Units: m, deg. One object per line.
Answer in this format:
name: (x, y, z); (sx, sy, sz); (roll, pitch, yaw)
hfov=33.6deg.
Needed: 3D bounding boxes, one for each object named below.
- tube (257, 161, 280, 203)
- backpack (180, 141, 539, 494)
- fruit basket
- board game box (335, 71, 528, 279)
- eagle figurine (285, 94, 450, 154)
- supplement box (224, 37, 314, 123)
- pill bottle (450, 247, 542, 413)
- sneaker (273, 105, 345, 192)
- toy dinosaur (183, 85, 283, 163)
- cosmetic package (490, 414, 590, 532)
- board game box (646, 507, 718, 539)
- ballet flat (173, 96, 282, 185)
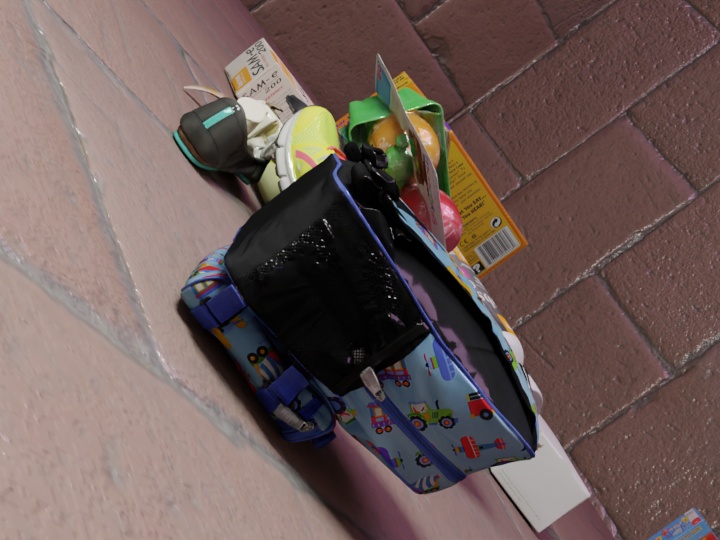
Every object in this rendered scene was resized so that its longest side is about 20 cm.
tube: (-0.066, -0.059, 1.139); (0.200, 0.052, 0.058); (-126, -139, -53)
backpack: (0.010, 0.042, 0.691); (0.200, 0.134, 0.183); (53, 5, -10)
fruit basket: (0.040, -0.063, 1.045); (0.201, 0.093, 0.186); (-103, -177, -49)
board game box: (0.053, -0.087, 1.513); (0.200, 0.199, 0.200); (51, 6, -33)
eagle figurine: (0.001, -0.094, 1.284); (0.199, 0.153, 0.151); (15, 4, 19)
supplement box: (-0.095, -0.209, 1.646); (0.200, 0.073, 0.126); (51, 6, -29)
pill bottle: (0.090, 0.072, 1.171); (0.201, 0.116, 0.116); (59, 7, 37)
sneaker: (-0.016, -0.058, 1.006); (0.078, 0.090, 0.201); (37, 39, -52)
toy dinosaur: (-0.105, -0.144, 1.251); (0.200, 0.058, 0.101); (52, 7, -28)
cosmetic package: (0.216, 0.238, 1.535); (0.108, 0.085, 0.200); (53, 6, -8)
board game box: (0.691, 0.643, 2.550); (0.196, 0.199, 0.056); (53, 4, -17)
ballet flat: (-0.102, -0.113, 1.029); (0.068, 0.068, 0.200); (52, 5, 0)
